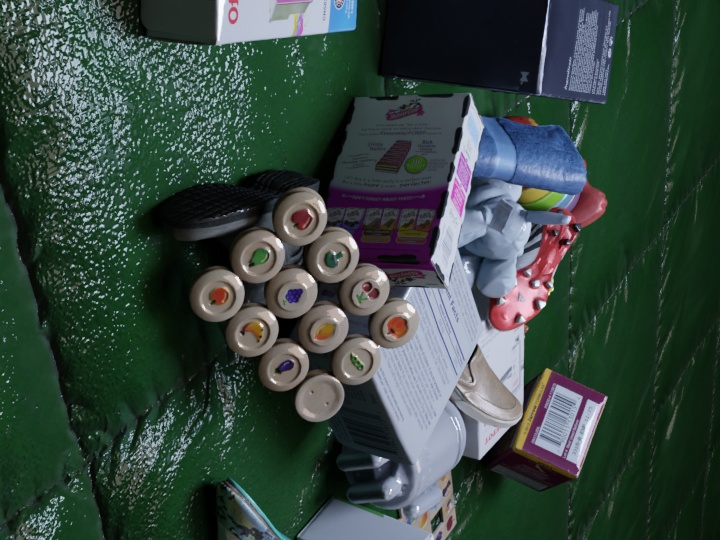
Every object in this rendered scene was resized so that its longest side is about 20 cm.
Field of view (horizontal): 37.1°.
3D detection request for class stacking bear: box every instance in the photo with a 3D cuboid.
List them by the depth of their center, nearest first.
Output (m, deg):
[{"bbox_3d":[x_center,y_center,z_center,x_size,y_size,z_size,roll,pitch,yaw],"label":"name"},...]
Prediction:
[{"bbox_3d":[0.233,-0.139,1.457,0.113,0.122,0.200,-34,140,17],"label":"stacking bear"}]

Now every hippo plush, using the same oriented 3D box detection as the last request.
[{"bbox_3d":[0.139,-0.081,1.314,0.201,0.158,0.162,118,-20,-52],"label":"hippo plush"}]

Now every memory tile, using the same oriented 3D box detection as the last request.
[{"bbox_3d":[-0.048,0.036,0.974,0.153,0.017,0.200,-41,120,1],"label":"memory tile"}]

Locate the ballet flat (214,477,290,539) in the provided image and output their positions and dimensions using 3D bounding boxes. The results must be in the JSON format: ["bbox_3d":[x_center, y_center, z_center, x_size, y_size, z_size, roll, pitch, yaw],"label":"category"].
[{"bbox_3d":[-0.110,0.287,1.112,0.075,0.074,0.201,-60,142,-25],"label":"ballet flat"}]

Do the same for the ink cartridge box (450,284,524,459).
[{"bbox_3d":[0.159,0.131,1.460,0.146,0.082,0.202,-33,127,-49],"label":"ink cartridge box"}]

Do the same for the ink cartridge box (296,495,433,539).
[{"bbox_3d":[0.016,0.386,1.273,0.084,0.144,0.202,-43,136,-42],"label":"ink cartridge box"}]

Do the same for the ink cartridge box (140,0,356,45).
[{"bbox_3d":[-0.087,-0.271,0.904,0.199,0.084,0.146,-23,121,-52],"label":"ink cartridge box"}]

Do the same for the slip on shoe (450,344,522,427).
[{"bbox_3d":[0.131,0.120,1.327,0.061,0.199,0.076,-46,-169,31],"label":"slip on shoe"}]

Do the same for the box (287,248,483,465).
[{"bbox_3d":[0.034,0.069,1.161,0.201,0.104,0.185,-58,144,-31],"label":"box"}]

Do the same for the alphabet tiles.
[{"bbox_3d":[0.085,0.337,1.499,0.167,0.007,0.202,-43,135,-42],"label":"alphabet tiles"}]

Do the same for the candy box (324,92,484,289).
[{"bbox_3d":[0.040,-0.084,1.101,0.061,0.135,0.202,54,45,-53],"label":"candy box"}]

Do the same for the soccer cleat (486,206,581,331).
[{"bbox_3d":[0.219,0.001,1.413,0.068,0.085,0.201,38,69,-12],"label":"soccer cleat"}]

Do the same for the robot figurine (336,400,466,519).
[{"bbox_3d":[0.055,0.213,1.297,0.199,0.112,0.171,-26,103,-52],"label":"robot figurine"}]

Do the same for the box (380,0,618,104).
[{"bbox_3d":[0.159,-0.258,1.200,0.199,0.195,0.119,-10,110,-56],"label":"box"}]

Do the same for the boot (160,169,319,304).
[{"bbox_3d":[-0.107,-0.014,0.999,0.199,0.067,0.132,-19,124,-53],"label":"boot"}]

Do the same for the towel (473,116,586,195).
[{"bbox_3d":[0.163,-0.143,1.250,0.198,0.112,0.049,9,122,-18],"label":"towel"}]

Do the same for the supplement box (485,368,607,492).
[{"bbox_3d":[0.272,0.243,1.595,0.200,0.102,0.132,110,5,-72],"label":"supplement box"}]

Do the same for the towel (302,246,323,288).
[{"bbox_3d":[0.000,0.000,1.206,0.199,0.030,0.151,-30,127,-51],"label":"towel"}]

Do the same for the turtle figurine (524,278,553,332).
[{"bbox_3d":[0.241,0.007,1.544,0.161,0.064,0.202,101,10,-73],"label":"turtle figurine"}]
